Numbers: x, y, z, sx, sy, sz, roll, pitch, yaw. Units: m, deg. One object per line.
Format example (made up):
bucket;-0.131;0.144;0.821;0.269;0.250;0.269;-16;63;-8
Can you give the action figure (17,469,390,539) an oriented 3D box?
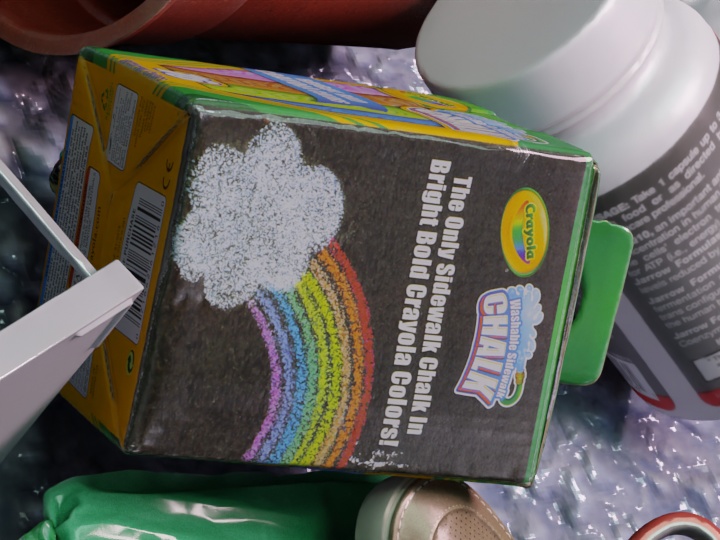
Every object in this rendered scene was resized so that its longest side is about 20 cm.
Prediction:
action figure;-0.048;0.110;0.872;0.200;0.055;0.118;10;54;-38

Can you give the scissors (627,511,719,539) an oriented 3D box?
scissors;0.050;0.135;0.842;0.200;0.014;0.073;-13;73;-17

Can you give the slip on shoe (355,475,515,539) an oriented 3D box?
slip on shoe;0.065;0.159;0.876;0.076;0.061;0.200;-22;91;-46

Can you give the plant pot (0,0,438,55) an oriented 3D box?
plant pot;-0.038;-0.175;1.016;0.195;0.201;0.201;5;55;-45

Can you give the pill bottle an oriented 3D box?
pill bottle;0.115;-0.041;1.025;0.200;0.114;0.114;51;35;-33

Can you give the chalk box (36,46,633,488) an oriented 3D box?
chalk box;0.000;0.000;0.893;0.200;0.125;0.124;7;10;-26

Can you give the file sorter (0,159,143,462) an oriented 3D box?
file sorter;-0.196;0.038;0.752;0.125;0.139;0.200;47;42;6

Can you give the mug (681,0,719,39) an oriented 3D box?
mug;0.192;-0.119;1.166;0.175;0.148;0.200;-41;103;-39

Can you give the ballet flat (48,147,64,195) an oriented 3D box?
ballet flat;-0.027;-0.010;0.979;0.200;0.074;0.074;4;56;-32
